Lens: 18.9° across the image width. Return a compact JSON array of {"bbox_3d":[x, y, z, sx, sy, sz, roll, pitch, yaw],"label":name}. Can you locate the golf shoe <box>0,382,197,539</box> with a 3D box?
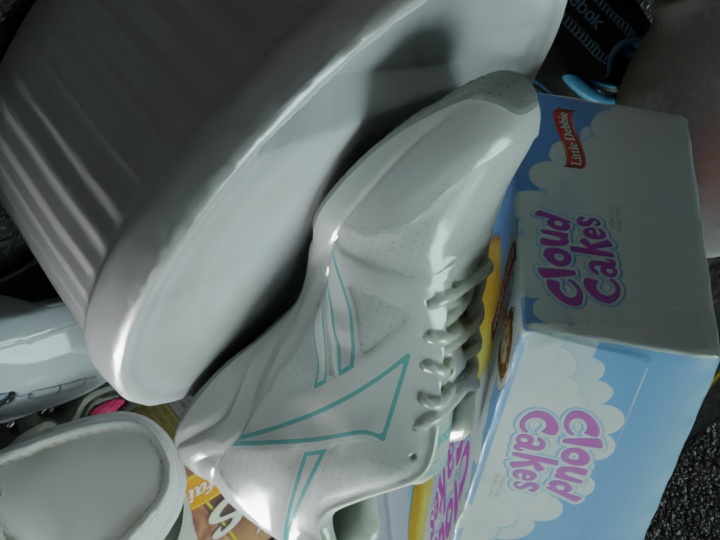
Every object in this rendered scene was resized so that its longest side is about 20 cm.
[{"bbox_3d":[-0.158,0.123,0.844,0.199,0.088,0.077,-32,175,-14],"label":"golf shoe"}]

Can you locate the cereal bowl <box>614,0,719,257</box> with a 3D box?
[{"bbox_3d":[0.175,-0.098,0.825,0.200,0.083,0.200,-35,-168,9],"label":"cereal bowl"}]

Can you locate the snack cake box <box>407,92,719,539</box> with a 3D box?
[{"bbox_3d":[0.065,0.050,0.771,0.115,0.067,0.201,-87,-172,-45],"label":"snack cake box"}]

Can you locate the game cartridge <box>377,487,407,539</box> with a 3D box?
[{"bbox_3d":[0.059,0.064,0.964,0.199,0.042,0.134,-20,142,-9],"label":"game cartridge"}]

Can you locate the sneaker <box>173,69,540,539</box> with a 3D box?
[{"bbox_3d":[0.014,0.020,0.708,0.070,0.080,0.201,-24,154,-48],"label":"sneaker"}]

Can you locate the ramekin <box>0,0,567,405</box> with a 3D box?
[{"bbox_3d":[-0.032,-0.059,0.707,0.202,0.094,0.203,-41,165,-13],"label":"ramekin"}]

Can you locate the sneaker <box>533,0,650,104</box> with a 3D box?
[{"bbox_3d":[0.091,-0.095,0.963,0.073,0.082,0.200,-48,167,3],"label":"sneaker"}]

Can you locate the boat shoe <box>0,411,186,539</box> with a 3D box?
[{"bbox_3d":[-0.147,0.108,0.762,0.199,0.071,0.069,-31,165,-19],"label":"boat shoe"}]

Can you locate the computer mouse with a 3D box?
[{"bbox_3d":[-0.131,0.035,0.796,0.200,0.044,0.110,-33,160,-38],"label":"computer mouse"}]

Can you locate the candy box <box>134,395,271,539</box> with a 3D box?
[{"bbox_3d":[-0.075,0.085,0.968,0.199,0.055,0.116,-33,148,-16],"label":"candy box"}]
